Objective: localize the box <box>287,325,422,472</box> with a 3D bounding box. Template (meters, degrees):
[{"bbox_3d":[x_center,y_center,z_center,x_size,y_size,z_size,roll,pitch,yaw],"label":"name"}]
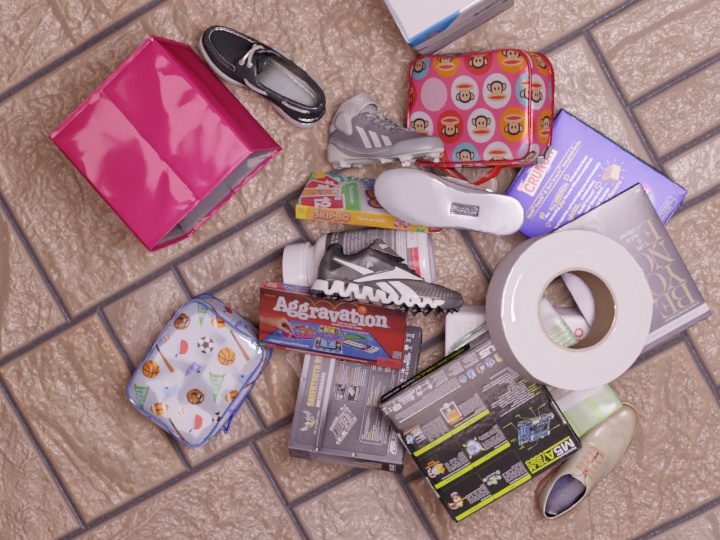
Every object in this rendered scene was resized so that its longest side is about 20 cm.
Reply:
[{"bbox_3d":[-0.005,0.167,1.686,0.158,0.048,0.200,6,67,6],"label":"box"}]

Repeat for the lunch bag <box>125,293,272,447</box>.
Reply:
[{"bbox_3d":[-0.228,0.148,1.745,0.160,0.076,0.200,36,99,-1],"label":"lunch bag"}]

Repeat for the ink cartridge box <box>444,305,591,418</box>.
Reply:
[{"bbox_3d":[0.216,0.125,1.679,0.199,0.086,0.147,1,97,5],"label":"ink cartridge box"}]

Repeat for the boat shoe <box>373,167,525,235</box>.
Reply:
[{"bbox_3d":[0.117,-0.090,1.601,0.199,0.070,0.071,10,97,6],"label":"boat shoe"}]

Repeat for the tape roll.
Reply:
[{"bbox_3d":[0.263,0.049,1.544,0.202,0.071,0.203,0,88,-11],"label":"tape roll"}]

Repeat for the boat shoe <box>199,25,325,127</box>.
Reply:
[{"bbox_3d":[-0.130,-0.275,1.670,0.200,0.060,0.076,32,72,-3],"label":"boat shoe"}]

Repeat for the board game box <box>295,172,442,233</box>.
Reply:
[{"bbox_3d":[0.019,-0.092,1.667,0.199,0.096,0.030,9,124,8],"label":"board game box"}]

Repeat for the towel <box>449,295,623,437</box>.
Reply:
[{"bbox_3d":[0.233,0.142,1.622,0.149,0.031,0.200,-37,92,11],"label":"towel"}]

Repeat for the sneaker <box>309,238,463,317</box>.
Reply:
[{"bbox_3d":[0.037,0.006,1.579,0.199,0.066,0.091,9,82,8],"label":"sneaker"}]

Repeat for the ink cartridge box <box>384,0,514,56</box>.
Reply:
[{"bbox_3d":[0.115,-0.352,1.576,0.146,0.200,0.084,-30,90,9],"label":"ink cartridge box"}]

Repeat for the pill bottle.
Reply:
[{"bbox_3d":[0.000,0.000,1.677,0.199,0.114,0.114,-6,96,8],"label":"pill bottle"}]

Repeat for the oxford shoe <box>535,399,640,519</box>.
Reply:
[{"bbox_3d":[0.318,0.268,1.689,0.071,0.074,0.200,35,100,2],"label":"oxford shoe"}]

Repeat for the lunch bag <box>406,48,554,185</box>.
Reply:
[{"bbox_3d":[0.156,-0.200,1.614,0.200,0.082,0.177,5,97,37],"label":"lunch bag"}]

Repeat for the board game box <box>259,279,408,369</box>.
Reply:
[{"bbox_3d":[-0.038,0.073,1.648,0.199,0.019,0.103,9,125,7],"label":"board game box"}]

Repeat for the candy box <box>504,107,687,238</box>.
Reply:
[{"bbox_3d":[0.306,-0.095,1.646,0.200,0.077,0.169,34,100,0],"label":"candy box"}]

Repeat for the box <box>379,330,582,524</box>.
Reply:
[{"bbox_3d":[0.157,0.200,1.604,0.200,0.048,0.193,-33,98,8],"label":"box"}]

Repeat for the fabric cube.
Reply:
[{"bbox_3d":[-0.256,-0.170,1.647,0.200,0.196,0.199,-42,91,10],"label":"fabric cube"}]

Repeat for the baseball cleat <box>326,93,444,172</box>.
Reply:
[{"bbox_3d":[0.026,-0.187,1.636,0.200,0.070,0.107,-1,91,41],"label":"baseball cleat"}]

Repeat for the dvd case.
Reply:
[{"bbox_3d":[0.348,0.008,1.604,0.148,0.016,0.200,-29,96,4],"label":"dvd case"}]
